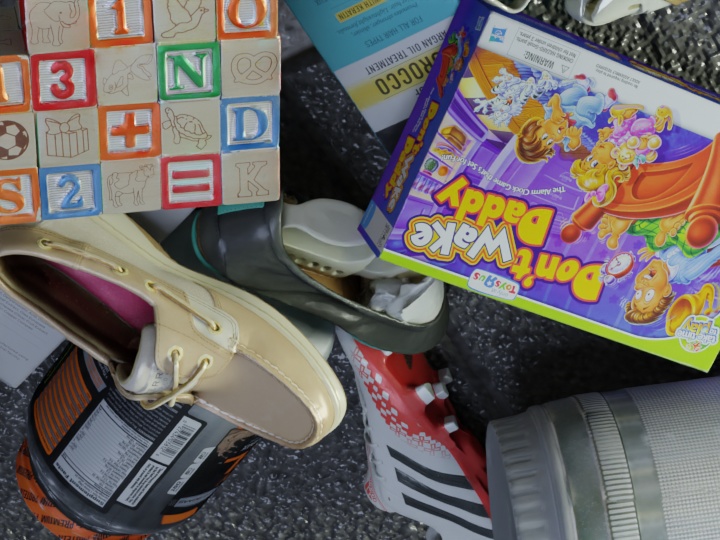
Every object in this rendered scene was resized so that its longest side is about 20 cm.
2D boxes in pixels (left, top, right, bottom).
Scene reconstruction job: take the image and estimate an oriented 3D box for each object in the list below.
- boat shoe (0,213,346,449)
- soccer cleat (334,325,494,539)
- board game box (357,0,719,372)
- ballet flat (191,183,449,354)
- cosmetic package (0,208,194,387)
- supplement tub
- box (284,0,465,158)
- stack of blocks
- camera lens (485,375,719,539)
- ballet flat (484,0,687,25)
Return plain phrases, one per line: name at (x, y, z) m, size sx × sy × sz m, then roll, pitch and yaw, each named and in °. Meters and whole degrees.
boat shoe at (-0.102, 0.035, 0.942) m, size 0.200 × 0.069 × 0.074 m, roll 34°, pitch 131°, yaw -2°
soccer cleat at (0.027, 0.100, 1.117) m, size 0.085 × 0.069 × 0.200 m, roll -26°, pitch 122°, yaw 19°
board game box at (0.118, -0.042, 0.955) m, size 0.200 × 0.045 × 0.135 m, roll 18°, pitch 106°, yaw -21°
ballet flat at (0.000, 0.000, 1.001) m, size 0.068 × 0.068 × 0.200 m, roll -22°, pitch 153°, yaw 36°
cosmetic package at (-0.154, -0.042, 1.023) m, size 0.085 × 0.108 × 0.200 m, roll 38°, pitch 124°, yaw -17°
supplement tub at (-0.113, 0.069, 1.085) m, size 0.122 × 0.123 × 0.200 m, roll 32°, pitch 125°, yaw -13°
box at (0.034, -0.111, 0.973) m, size 0.082 × 0.049 × 0.200 m, roll -23°, pitch 118°, yaw 25°
stack of blocks at (-0.140, -0.087, 0.870) m, size 0.200 × 0.059 × 0.115 m, roll -6°, pitch 121°, yaw -11°
camera lens at (0.179, 0.142, 1.040) m, size 0.200 × 0.160 × 0.160 m, roll -7°, pitch 125°, yaw -2°
ballet flat at (0.094, -0.150, 0.896) m, size 0.200 × 0.069 × 0.063 m, roll 12°, pitch 102°, yaw -22°
